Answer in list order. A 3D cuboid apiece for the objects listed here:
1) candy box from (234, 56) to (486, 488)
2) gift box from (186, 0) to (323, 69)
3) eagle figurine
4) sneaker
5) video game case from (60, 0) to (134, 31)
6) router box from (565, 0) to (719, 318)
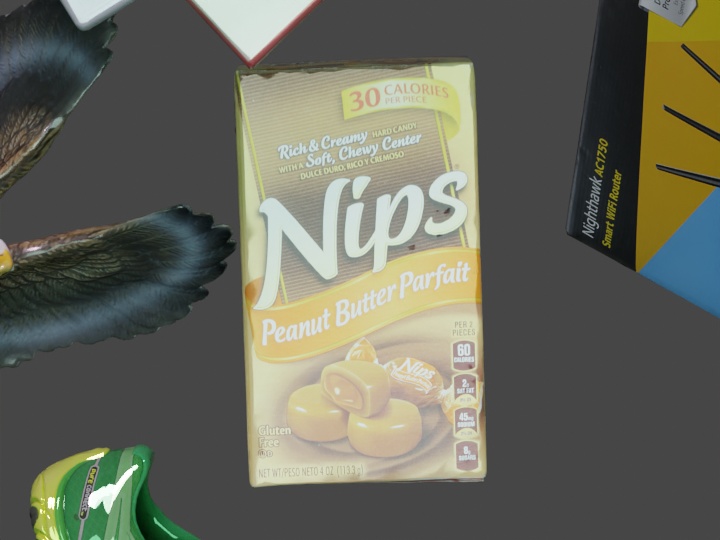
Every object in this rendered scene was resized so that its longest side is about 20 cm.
[{"bbox_3d":[0.000,0.000,1.419,0.115,0.055,0.201,-2,98,-1],"label":"candy box"},{"bbox_3d":[-0.041,-0.221,1.324,0.184,0.187,0.200,41,95,-6],"label":"gift box"},{"bbox_3d":[-0.178,-0.016,1.391,0.200,0.151,0.152,-33,140,-25],"label":"eagle figurine"},{"bbox_3d":[-0.088,0.176,1.430,0.083,0.074,0.201,-27,97,6],"label":"sneaker"},{"bbox_3d":[-0.079,-0.228,1.217,0.199,0.022,0.183,-31,97,3],"label":"video game case"},{"bbox_3d":[0.175,-0.065,1.335,0.149,0.051,0.201,30,141,23],"label":"router box"}]
